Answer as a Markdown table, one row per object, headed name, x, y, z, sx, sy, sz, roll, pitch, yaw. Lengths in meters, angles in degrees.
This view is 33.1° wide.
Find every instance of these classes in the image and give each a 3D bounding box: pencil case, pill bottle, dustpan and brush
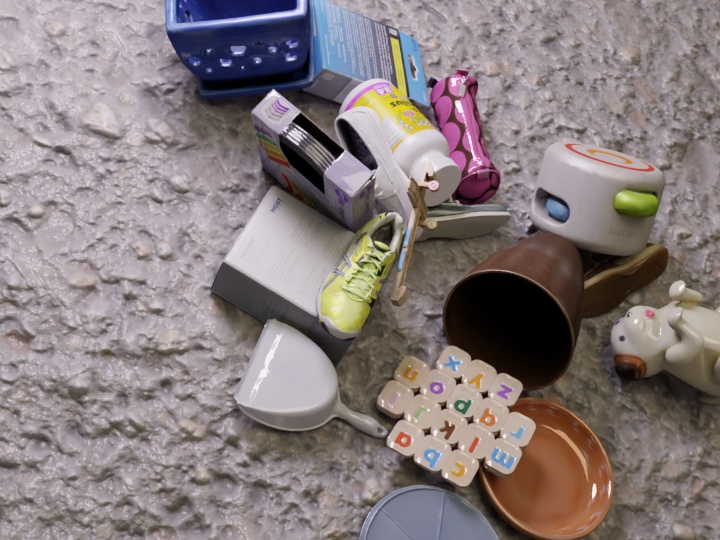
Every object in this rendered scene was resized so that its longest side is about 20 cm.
| name | x | y | z | sx | sy | sz | roll | pitch | yaw |
| --- | --- | --- | --- | --- | --- | --- | --- | --- | --- |
| pencil case | 0.159 | -0.203 | 1.844 | 0.090 | 0.094 | 0.202 | 2 | 59 | -25 |
| pill bottle | 0.060 | -0.182 | 1.753 | 0.104 | 0.105 | 0.200 | -18 | 51 | -31 |
| dustpan and brush | -0.052 | 0.162 | 1.554 | 0.198 | 0.057 | 0.140 | 22 | 54 | 0 |

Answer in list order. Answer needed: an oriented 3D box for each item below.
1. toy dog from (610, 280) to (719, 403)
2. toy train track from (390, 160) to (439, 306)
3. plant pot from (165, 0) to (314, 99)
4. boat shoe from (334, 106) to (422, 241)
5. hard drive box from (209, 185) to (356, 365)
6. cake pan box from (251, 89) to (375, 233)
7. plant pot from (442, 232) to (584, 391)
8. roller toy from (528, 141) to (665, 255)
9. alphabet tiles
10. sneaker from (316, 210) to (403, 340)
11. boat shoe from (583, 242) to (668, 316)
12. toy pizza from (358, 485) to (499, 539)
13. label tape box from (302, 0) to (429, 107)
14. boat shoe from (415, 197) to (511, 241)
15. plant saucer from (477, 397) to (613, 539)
| name | x | y | z | sx | sy | sz | roll | pitch | yaw |
| --- | --- | --- | --- | --- | --- | --- | --- | --- | --- |
| toy dog | 0.460 | 0.103 | 1.742 | 0.198 | 0.195 | 0.140 | 6 | 51 | 8 |
| toy train track | 0.078 | -0.049 | 1.604 | 0.032 | 0.115 | 0.202 | 9 | 71 | 17 |
| plant pot | -0.162 | -0.363 | 1.736 | 0.198 | 0.180 | 0.202 | -7 | 57 | 5 |
| boat shoe | 0.022 | -0.129 | 1.673 | 0.068 | 0.072 | 0.202 | -24 | 95 | -49 |
| hard drive box | -0.075 | 0.005 | 1.623 | 0.199 | 0.077 | 0.156 | 32 | 52 | -2 |
| cake pan box | -0.061 | -0.137 | 1.637 | 0.184 | 0.200 | 0.052 | 40 | 76 | 10 |
| plant pot | 0.236 | 0.033 | 1.687 | 0.186 | 0.187 | 0.200 | 37 | 40 | 3 |
| roller toy | 0.348 | -0.102 | 1.801 | 0.181 | 0.141 | 0.200 | 18 | 17 | 12 |
| alphabet tiles | 0.126 | 0.190 | 1.591 | 0.199 | 0.015 | 0.196 | 28 | 49 | 10 |
| sneaker | 0.000 | 0.000 | 1.562 | 0.075 | 0.077 | 0.201 | 26 | 53 | -7 |
| boat shoe | 0.373 | 0.004 | 1.827 | 0.199 | 0.073 | 0.072 | -28 | 42 | -26 |
| toy pizza | 0.087 | 0.362 | 1.489 | 0.198 | 0.032 | 0.202 | 11 | 56 | -17 |
| label tape box | 0.003 | -0.319 | 1.866 | 0.199 | 0.066 | 0.144 | 16 | 52 | -34 |
| boat shoe | 0.126 | -0.085 | 1.768 | 0.198 | 0.073 | 0.062 | -6 | 65 | -20 |
| plant saucer | 0.241 | 0.267 | 1.612 | 0.198 | 0.038 | 0.202 | 11 | 56 | -17 |
